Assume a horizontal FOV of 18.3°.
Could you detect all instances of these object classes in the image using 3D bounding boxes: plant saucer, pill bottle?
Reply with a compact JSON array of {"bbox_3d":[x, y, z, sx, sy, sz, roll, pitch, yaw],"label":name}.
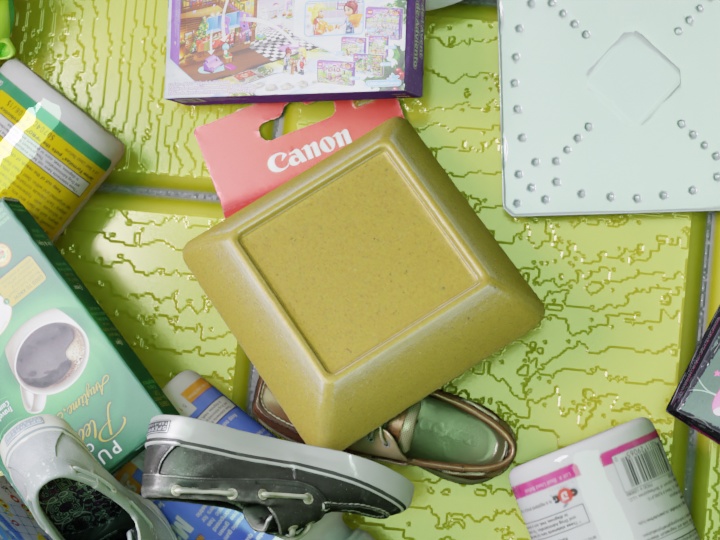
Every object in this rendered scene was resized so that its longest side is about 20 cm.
[{"bbox_3d":[0.000,0.000,1.601,0.200,0.048,0.200,-32,68,-10],"label":"plant saucer"},{"bbox_3d":[0.192,0.217,1.602,0.113,0.113,0.201,-21,84,2],"label":"pill bottle"},{"bbox_3d":[-0.277,-0.048,1.658,0.113,0.113,0.200,38,90,6],"label":"pill bottle"},{"bbox_3d":[-0.082,0.174,1.626,0.200,0.112,0.112,39,89,7],"label":"pill bottle"}]

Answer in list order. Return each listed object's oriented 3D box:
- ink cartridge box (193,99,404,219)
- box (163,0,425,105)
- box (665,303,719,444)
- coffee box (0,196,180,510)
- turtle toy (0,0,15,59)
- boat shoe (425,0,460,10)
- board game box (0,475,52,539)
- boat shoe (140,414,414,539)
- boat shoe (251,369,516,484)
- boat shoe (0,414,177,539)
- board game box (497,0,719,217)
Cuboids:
[{"bbox_3d":[-0.022,-0.045,1.672,0.160,0.050,0.201,-21,86,2],"label":"ink cartridge box"},{"bbox_3d":[-0.049,-0.195,1.658,0.199,0.039,0.138,1,86,24],"label":"box"},{"bbox_3d":[0.337,0.093,1.599,0.199,0.115,0.133,28,88,6],"label":"box"},{"bbox_3d":[-0.232,0.064,1.572,0.123,0.044,0.200,-40,83,7],"label":"coffee box"},{"bbox_3d":[-0.335,-0.220,1.680,0.200,0.101,0.146,36,113,8],"label":"turtle toy"},{"bbox_3d":[0.099,-0.276,1.648,0.202,0.086,0.075,-33,49,2],"label":"boat shoe"},{"bbox_3d":[-0.221,0.236,1.587,0.196,0.200,0.056,43,93,5],"label":"board game box"},{"bbox_3d":[-0.058,0.152,1.540,0.199,0.071,0.064,14,72,-21],"label":"boat shoe"},{"bbox_3d":[0.023,0.105,1.619,0.199,0.074,0.076,13,84,-12],"label":"boat shoe"},{"bbox_3d":[-0.178,0.179,1.522,0.070,0.201,0.072,-32,44,2],"label":"boat shoe"},{"bbox_3d":[0.204,-0.142,1.672,0.199,0.026,0.201,-2,86,5],"label":"board game box"}]
